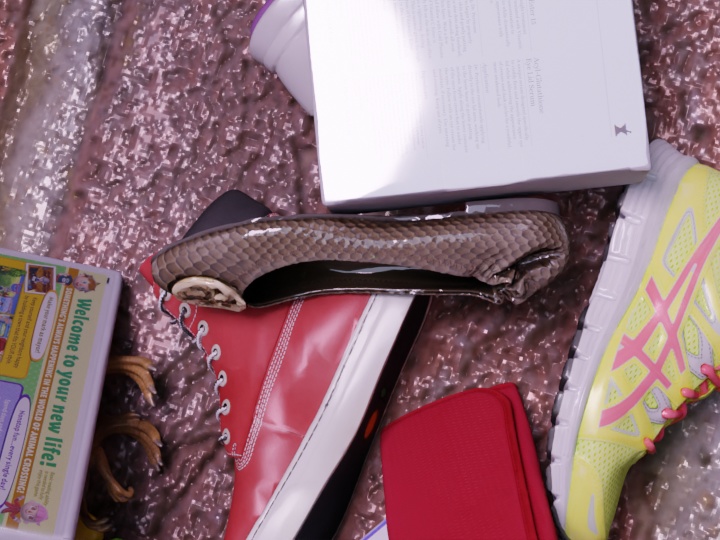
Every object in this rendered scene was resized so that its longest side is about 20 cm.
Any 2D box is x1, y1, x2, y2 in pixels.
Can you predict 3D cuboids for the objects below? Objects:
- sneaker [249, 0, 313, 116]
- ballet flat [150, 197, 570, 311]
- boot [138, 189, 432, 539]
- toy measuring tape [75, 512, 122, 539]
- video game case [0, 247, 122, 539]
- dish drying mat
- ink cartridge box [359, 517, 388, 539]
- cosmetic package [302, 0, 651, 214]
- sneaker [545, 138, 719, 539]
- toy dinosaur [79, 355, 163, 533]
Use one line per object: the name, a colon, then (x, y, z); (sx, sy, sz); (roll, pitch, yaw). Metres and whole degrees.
sneaker: (0.040, -0.151, 0.789); (0.200, 0.075, 0.100); (-41, 84, 11)
ballet flat: (0.000, 0.000, 0.722); (0.198, 0.067, 0.047); (-5, 78, 1)
boot: (-0.065, 0.065, 0.775); (0.143, 0.072, 0.202); (21, 78, 14)
toy measuring tape: (-0.136, 0.220, 0.758); (0.073, 0.074, 0.202); (-14, 72, 9)
video game case: (-0.212, 0.048, 0.727); (0.180, 0.201, 0.022); (12, 124, -9)
dish drying mat: (0.048, 0.114, 0.693); (0.076, 0.201, 0.018); (-21, 117, 8)
ink cartridge box: (0.028, 0.216, 0.688); (0.197, 0.044, 0.200); (-36, 48, -19)
cosmetic package: (0.049, -0.134, 0.715); (0.149, 0.052, 0.202); (-6, 85, 7)
sneaker: (0.145, 0.041, 0.731); (0.089, 0.078, 0.202); (18, 85, 11)
toy dinosaur: (-0.159, 0.072, 0.784); (0.105, 0.061, 0.201); (-10, 47, -20)
